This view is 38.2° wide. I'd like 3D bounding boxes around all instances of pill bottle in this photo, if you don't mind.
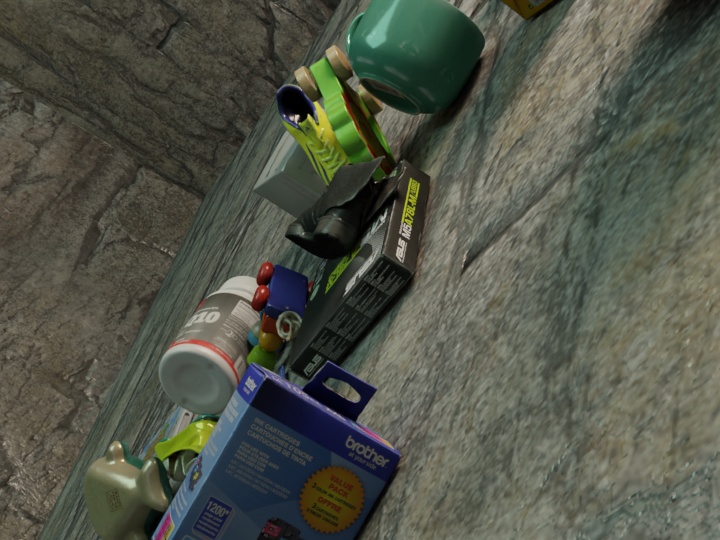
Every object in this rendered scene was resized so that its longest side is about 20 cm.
[{"bbox_3d":[-0.192,0.099,1.462,0.114,0.114,0.200,-49,8,34],"label":"pill bottle"}]

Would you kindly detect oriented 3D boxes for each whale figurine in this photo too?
[{"bbox_3d":[-0.318,0.320,1.505,0.199,0.103,0.160,-29,75,44],"label":"whale figurine"}]

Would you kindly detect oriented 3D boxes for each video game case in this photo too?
[{"bbox_3d":[-0.346,0.323,1.753,0.200,0.022,0.183,-49,17,37],"label":"video game case"}]

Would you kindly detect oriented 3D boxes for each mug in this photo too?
[{"bbox_3d":[0.058,-0.263,1.294,0.115,0.151,0.185,-62,12,-6],"label":"mug"}]

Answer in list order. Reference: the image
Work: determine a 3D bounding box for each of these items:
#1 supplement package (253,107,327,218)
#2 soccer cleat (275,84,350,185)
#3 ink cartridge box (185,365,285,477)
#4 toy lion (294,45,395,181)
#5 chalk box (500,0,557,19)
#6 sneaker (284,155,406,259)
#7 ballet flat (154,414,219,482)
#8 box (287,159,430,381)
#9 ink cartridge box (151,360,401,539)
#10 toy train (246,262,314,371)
[{"bbox_3d":[-0.070,-0.153,1.587,0.118,0.117,0.200,-62,14,-13],"label":"supplement package"},{"bbox_3d":[-0.052,-0.174,1.425,0.065,0.201,0.084,-40,-18,3],"label":"soccer cleat"},{"bbox_3d":[-0.156,0.213,1.289,0.201,0.042,0.119,-55,15,12],"label":"ink cartridge box"},{"bbox_3d":[-0.001,-0.177,1.338,0.068,0.193,0.200,-30,-19,12],"label":"toy lion"},{"bbox_3d":[0.204,-0.404,1.133,0.201,0.123,0.124,-63,15,-14],"label":"chalk box"},{"bbox_3d":[-0.021,-0.073,1.189,0.105,0.060,0.200,-62,17,-10],"label":"sneaker"},{"bbox_3d":[-0.243,0.259,1.457,0.200,0.066,0.068,-38,44,52],"label":"ballet flat"},{"bbox_3d":[0.000,0.000,1.166,0.200,0.047,0.194,-50,13,35],"label":"box"},{"bbox_3d":[-0.062,0.168,0.839,0.201,0.136,0.076,-60,16,-5],"label":"ink cartridge box"},{"bbox_3d":[-0.112,0.083,1.331,0.200,0.084,0.116,-90,24,-64],"label":"toy train"}]
